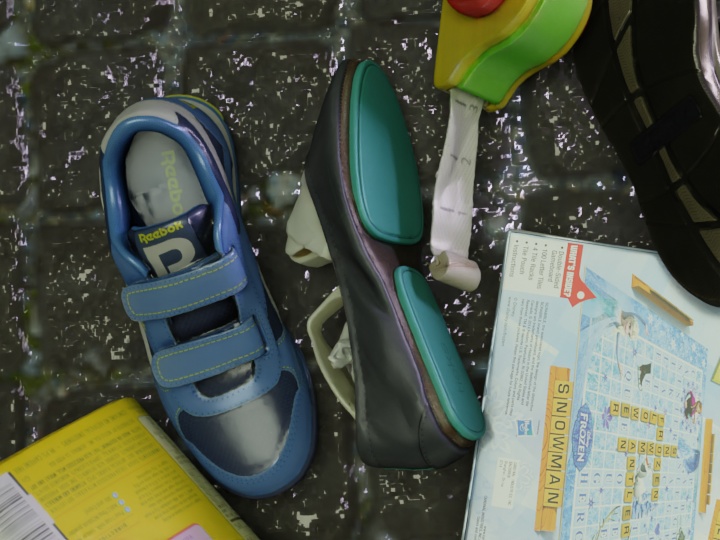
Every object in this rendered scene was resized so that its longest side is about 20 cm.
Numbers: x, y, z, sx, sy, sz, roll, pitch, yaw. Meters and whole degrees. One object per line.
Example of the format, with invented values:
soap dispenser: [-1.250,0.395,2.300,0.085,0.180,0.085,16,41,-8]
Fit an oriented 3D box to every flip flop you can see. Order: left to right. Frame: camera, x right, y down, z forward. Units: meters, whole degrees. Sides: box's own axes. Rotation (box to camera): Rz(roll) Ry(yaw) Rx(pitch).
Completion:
flip flop: [0.155,-0.075,0.937,0.081,0.057,0.201,-36,60,37]

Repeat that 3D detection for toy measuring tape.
toy measuring tape: [0.070,-0.093,0.939,0.073,0.074,0.202,4,74,10]

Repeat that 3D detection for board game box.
board game box: [0.150,0.094,0.937,0.198,0.041,0.202,9,87,10]

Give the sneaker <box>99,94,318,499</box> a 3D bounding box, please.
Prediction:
sneaker: [-0.078,0.012,0.962,0.073,0.082,0.202,-20,84,6]

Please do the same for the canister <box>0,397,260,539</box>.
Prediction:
canister: [-0.089,0.166,0.921,0.200,0.148,0.087,47,128,13]

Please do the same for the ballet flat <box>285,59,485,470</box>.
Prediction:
ballet flat: [0.000,0.000,0.952,0.072,0.073,0.202,-17,72,8]
